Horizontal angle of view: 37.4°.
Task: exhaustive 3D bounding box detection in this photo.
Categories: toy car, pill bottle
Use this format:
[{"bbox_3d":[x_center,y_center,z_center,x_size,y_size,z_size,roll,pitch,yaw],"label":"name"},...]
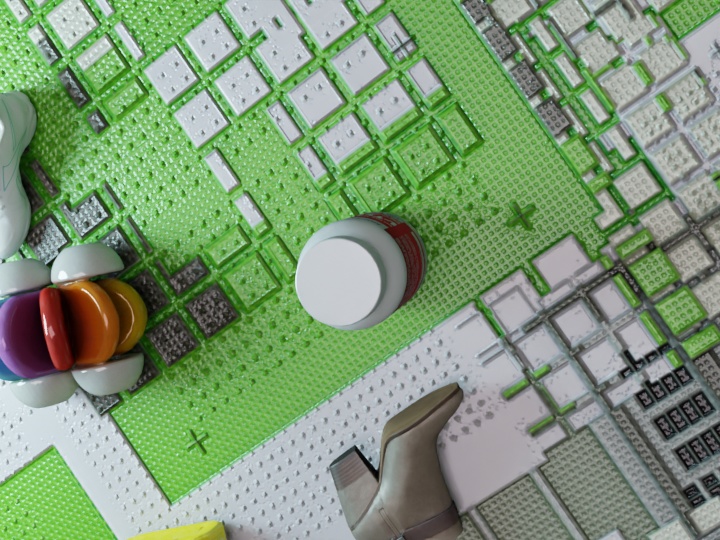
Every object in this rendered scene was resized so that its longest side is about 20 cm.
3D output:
[{"bbox_3d":[-0.352,0.068,1.208,0.200,0.150,0.175,-12,94,14],"label":"toy car"},{"bbox_3d":[0.000,0.000,1.094,0.112,0.200,0.113,1,97,12],"label":"pill bottle"}]

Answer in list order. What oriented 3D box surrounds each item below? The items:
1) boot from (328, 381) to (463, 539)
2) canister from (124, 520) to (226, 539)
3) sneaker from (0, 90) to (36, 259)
[{"bbox_3d":[0.067,0.235,1.182,0.200,0.070,0.146,-35,94,15],"label":"boot"},{"bbox_3d":[-0.205,0.408,1.248,0.148,0.087,0.200,-13,92,14],"label":"canister"},{"bbox_3d":[-0.431,-0.110,1.243,0.070,0.080,0.201,7,99,10],"label":"sneaker"}]
